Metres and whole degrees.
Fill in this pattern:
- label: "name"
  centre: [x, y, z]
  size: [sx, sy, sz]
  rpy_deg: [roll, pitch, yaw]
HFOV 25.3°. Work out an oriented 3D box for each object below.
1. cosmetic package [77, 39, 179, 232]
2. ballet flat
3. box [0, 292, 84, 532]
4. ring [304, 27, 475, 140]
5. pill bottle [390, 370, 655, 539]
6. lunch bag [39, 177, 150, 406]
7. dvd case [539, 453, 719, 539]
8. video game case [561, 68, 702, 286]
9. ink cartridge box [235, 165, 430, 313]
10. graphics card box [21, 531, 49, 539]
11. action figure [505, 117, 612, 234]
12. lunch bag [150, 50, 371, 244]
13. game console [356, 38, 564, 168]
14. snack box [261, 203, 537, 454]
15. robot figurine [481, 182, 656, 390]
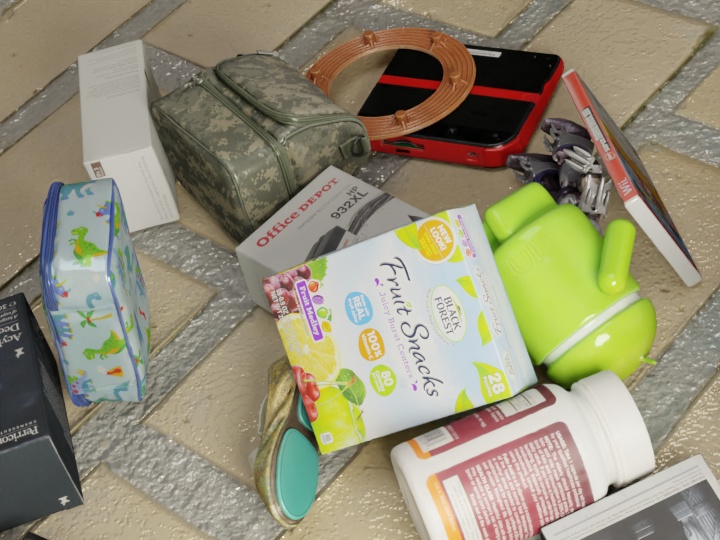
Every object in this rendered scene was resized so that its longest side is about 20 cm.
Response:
- label: "cosmetic package"
  centre: [-0.256, -0.148, 1.764]
  size: [0.081, 0.113, 0.200]
  rpy_deg: [-16, 46, 1]
- label: "ballet flat"
  centre: [-0.069, 0.154, 1.457]
  size: [0.070, 0.071, 0.200]
  rpy_deg: [-2, 47, 14]
- label: "box"
  centre: [-0.359, 0.142, 1.513]
  size: [0.148, 0.107, 0.200]
  rpy_deg: [-19, 45, -4]
- label: "ring"
  centre: [0.028, -0.214, 1.776]
  size: [0.200, 0.019, 0.201]
  rpy_deg: [-9, 42, 8]
- label: "pill bottle"
  centre: [0.136, 0.164, 1.345]
  size: [0.199, 0.114, 0.114]
  rpy_deg: [-22, 45, -6]
- label: "lunch bag"
  centre: [-0.252, 0.020, 1.535]
  size: [0.082, 0.200, 0.161]
  rpy_deg: [-5, 47, 1]
- label: "dvd case"
  centre: [0.251, 0.257, 1.263]
  size: [0.150, 0.025, 0.200]
  rpy_deg: [-24, 53, -5]
- label: "video game case"
  centre: [0.260, -0.091, 1.544]
  size: [0.017, 0.143, 0.200]
  rpy_deg: [-33, 42, 15]
- label: "ink cartridge box"
  centre: [0.000, 0.000, 1.565]
  size: [0.200, 0.084, 0.145]
  rpy_deg: [29, 60, 36]
- label: "graphics card box"
  centre: [-0.237, 0.310, 1.354]
  size: [0.199, 0.051, 0.126]
  rpy_deg: [16, 53, 27]
- label: "action figure"
  centre: [0.197, -0.073, 1.568]
  size: [0.069, 0.130, 0.200]
  rpy_deg: [20, 28, -15]
- label: "lunch bag"
  centre: [-0.102, -0.139, 1.691]
  size: [0.167, 0.140, 0.200]
  rpy_deg: [-32, 43, -18]
- label: "game console"
  centre: [0.105, -0.187, 1.762]
  size: [0.199, 0.031, 0.177]
  rpy_deg: [10, 47, 24]
- label: "snack box"
  centre: [0.032, 0.052, 1.405]
  size: [0.200, 0.169, 0.068]
  rpy_deg: [-21, -2, 27]
- label: "robot figurine"
  centre: [0.183, 0.022, 1.435]
  size: [0.116, 0.176, 0.200]
  rpy_deg: [-29, 76, -34]
